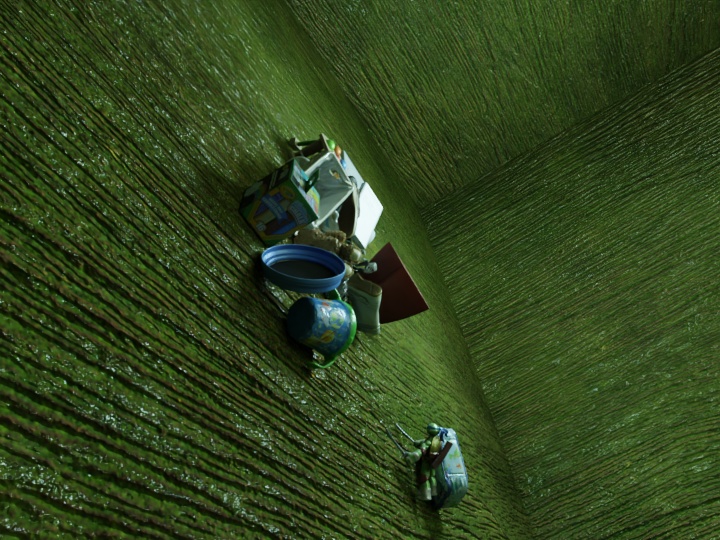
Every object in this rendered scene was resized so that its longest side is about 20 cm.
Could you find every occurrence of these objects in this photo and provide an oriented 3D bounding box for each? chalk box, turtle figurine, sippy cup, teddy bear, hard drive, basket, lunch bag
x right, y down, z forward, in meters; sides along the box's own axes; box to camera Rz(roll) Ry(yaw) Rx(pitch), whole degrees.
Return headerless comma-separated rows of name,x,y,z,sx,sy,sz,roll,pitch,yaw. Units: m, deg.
chalk box,-0.175,-0.174,1.312,0.125,0.197,0.126,54,18,-29
turtle figurine,0.156,0.532,1.522,0.144,0.195,0.199,131,-41,-77
sippy cup,-0.098,0.122,1.246,0.129,0.140,0.179,23,29,-50
teddy bear,-0.091,-0.054,1.512,0.067,0.196,0.148,76,27,-75
hard drive,0.011,-0.196,1.920,0.133,0.025,0.202,52,47,-35
basket,-0.138,-0.217,1.496,0.200,0.122,0.137,-47,116,-33
lunch bag,0.248,0.593,1.610,0.163,0.080,0.203,104,-18,-46

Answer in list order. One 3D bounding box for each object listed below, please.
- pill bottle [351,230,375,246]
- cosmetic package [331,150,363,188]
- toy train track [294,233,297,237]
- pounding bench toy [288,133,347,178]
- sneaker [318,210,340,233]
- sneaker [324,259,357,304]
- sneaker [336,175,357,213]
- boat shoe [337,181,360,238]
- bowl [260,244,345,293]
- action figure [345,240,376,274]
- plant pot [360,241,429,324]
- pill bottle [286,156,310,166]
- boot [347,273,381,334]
pill bottle,-0.030,-0.188,1.980,0.201,0.113,0.115,54,18,-33
cosmetic package,-0.057,-0.315,2.083,0.200,0.121,0.202,53,17,-34
toy train track,-0.145,-0.090,1.591,0.202,0.032,0.115,60,16,-20
pounding bench toy,-0.148,-0.397,1.842,0.203,0.154,0.124,68,16,16
sneaker,-0.088,-0.104,1.716,0.076,0.080,0.203,37,32,-61
sneaker,-0.046,0.046,1.545,0.203,0.114,0.075,62,15,-5
sneaker,-0.076,-0.241,1.827,0.072,0.202,0.081,11,35,-32
boat shoe,-0.025,-0.188,1.722,0.072,0.071,0.204,31,48,-47
bowl,-0.133,-0.005,1.247,0.201,0.196,0.040,-76,177,-67
action figure,0.000,0.000,1.716,0.119,0.100,0.205,-162,-115,-86
plant pot,0.095,0.060,1.843,0.202,0.174,0.201,56,5,-28
pill bottle,-0.156,-0.267,1.689,0.200,0.112,0.116,29,37,-65
boot,-0.012,0.096,1.636,0.198,0.071,0.158,26,-51,41
